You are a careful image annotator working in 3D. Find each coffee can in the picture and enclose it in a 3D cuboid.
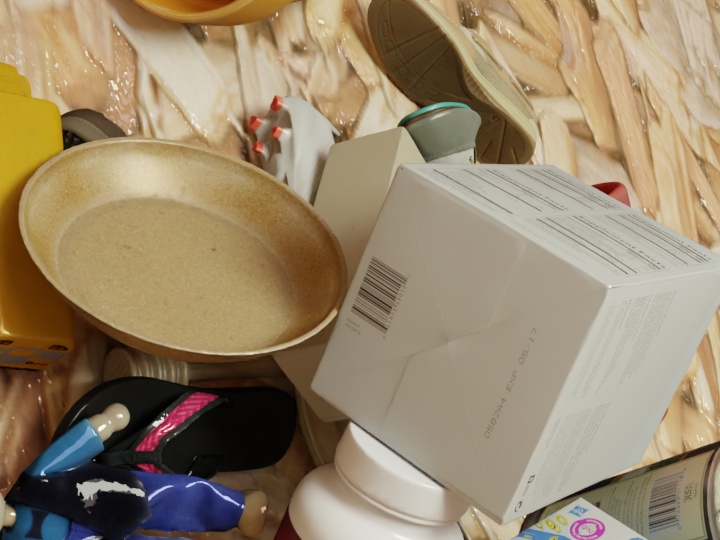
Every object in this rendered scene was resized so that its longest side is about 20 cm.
[{"bbox_3d":[0.239,0.217,1.070,0.146,0.199,0.148,19,59,-34],"label":"coffee can"}]

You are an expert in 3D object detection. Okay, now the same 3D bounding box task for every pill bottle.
[{"bbox_3d":[-0.005,0.192,0.859,0.112,0.201,0.113,21,18,-7],"label":"pill bottle"}]

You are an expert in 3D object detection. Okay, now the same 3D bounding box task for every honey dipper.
[{"bbox_3d":[-0.085,0.067,0.978,0.199,0.038,0.038,-1,70,-43],"label":"honey dipper"}]

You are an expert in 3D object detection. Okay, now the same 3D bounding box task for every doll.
[{"bbox_3d":[-0.154,0.147,0.838,0.199,0.048,0.138,11,95,-32],"label":"doll"}]

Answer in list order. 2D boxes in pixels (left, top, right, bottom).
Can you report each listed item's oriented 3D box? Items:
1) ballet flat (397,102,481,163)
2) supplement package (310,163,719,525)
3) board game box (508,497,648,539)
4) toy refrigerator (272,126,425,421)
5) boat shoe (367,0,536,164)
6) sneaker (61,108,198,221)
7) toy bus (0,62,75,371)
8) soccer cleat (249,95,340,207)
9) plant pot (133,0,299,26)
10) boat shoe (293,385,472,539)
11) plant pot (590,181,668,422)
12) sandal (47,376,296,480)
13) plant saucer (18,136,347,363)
[{"bbox_3d":[0.068,-0.088,1.106,0.200,0.067,0.064,8,63,-84],"label":"ballet flat"},{"bbox_3d":[0.103,0.034,0.865,0.150,0.153,0.199,32,20,28],"label":"supplement package"},{"bbox_3d":[0.137,0.252,0.914,0.195,0.200,0.056,-24,120,-26],"label":"board game box"},{"bbox_3d":[0.000,0.000,0.984,0.076,0.069,0.201,55,34,-38],"label":"toy refrigerator"},{"bbox_3d":[0.081,-0.174,1.222,0.200,0.071,0.065,47,40,-24],"label":"boat shoe"},{"bbox_3d":[-0.129,-0.035,0.958,0.200,0.070,0.076,48,25,-7],"label":"sneaker"},{"bbox_3d":[-0.224,-0.040,0.878,0.065,0.078,0.202,8,65,-38],"label":"toy bus"},{"bbox_3d":[-0.042,-0.041,1.048,0.077,0.069,0.202,23,53,-34],"label":"soccer cleat"},{"bbox_3d":[-0.072,-0.282,1.066,0.183,0.199,0.202,-8,74,-59],"label":"plant pot"},{"bbox_3d":[0.024,0.144,1.002,0.072,0.065,0.201,-34,98,-42],"label":"boat shoe"},{"bbox_3d":[0.140,0.050,1.085,0.200,0.200,0.179,-29,98,-45],"label":"plant pot"},{"bbox_3d":[-0.110,0.108,0.910,0.199,0.045,0.076,-1,106,-43],"label":"sandal"},{"bbox_3d":[-0.107,-0.007,0.845,0.198,0.036,0.201,15,36,-11],"label":"plant saucer"}]
